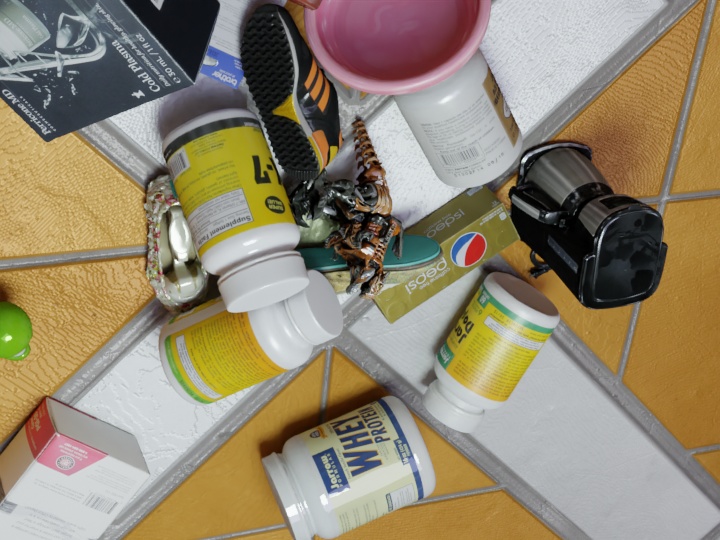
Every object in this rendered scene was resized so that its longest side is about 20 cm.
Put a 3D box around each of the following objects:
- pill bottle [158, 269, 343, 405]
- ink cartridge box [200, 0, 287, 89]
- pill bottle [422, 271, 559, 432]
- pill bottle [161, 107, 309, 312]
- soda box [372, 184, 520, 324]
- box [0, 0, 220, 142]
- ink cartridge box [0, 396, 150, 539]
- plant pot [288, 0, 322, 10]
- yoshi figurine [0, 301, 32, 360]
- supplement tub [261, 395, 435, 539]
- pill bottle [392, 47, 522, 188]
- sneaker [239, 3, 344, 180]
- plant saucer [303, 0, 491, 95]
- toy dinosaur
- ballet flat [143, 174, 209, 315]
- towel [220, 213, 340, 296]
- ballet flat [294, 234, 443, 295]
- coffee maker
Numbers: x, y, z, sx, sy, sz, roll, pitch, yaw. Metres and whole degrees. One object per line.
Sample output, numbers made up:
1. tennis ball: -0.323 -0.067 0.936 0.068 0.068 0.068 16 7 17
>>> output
1. pill bottle: -0.124 0.073 1.509 0.200 0.111 0.111 -24 132 23
2. ink cartridge box: -0.135 -0.303 1.375 0.119 0.042 0.200 20 107 -33
3. pill bottle: 0.167 0.112 1.734 0.113 0.113 0.200 19 112 -33
4. pill bottle: -0.132 -0.064 1.416 0.114 0.200 0.114 -20 169 -4
5. soda box: 0.095 -0.022 1.645 0.200 0.064 0.068 -33 129 -1
6. box: -0.276 -0.252 1.240 0.196 0.124 0.200 -15 135 30
7. ink cartridge box: -0.380 0.275 1.606 0.146 0.083 0.200 32 103 -36
8. plant pot: -0.070 -0.365 1.240 0.200 0.201 0.196 19 100 -33
9. yoshi figurine: -0.443 0.055 1.424 0.200 0.112 0.113 13 108 -34
10. supplement tub: -0.016 0.266 1.728 0.200 0.145 0.145 -22 127 -11
11. pill bottle: 0.100 -0.201 1.501 0.114 0.114 0.200 -34 128 -1
12. sneaker: -0.068 -0.203 1.422 0.090 0.070 0.201 -46 131 -45
13. plant saucer: 0.041 -0.272 1.395 0.200 0.201 0.051 -33 158 -2
14. toy dinosaur: -0.011 -0.070 1.517 0.135 0.200 0.102 8 145 -24
15. ballet flat: -0.212 -0.016 1.509 0.075 0.064 0.200 -16 126 -13
16. towel: -0.094 0.001 1.592 0.148 0.037 0.200 4 119 -26
17. ballet flat: 0.000 0.000 1.570 0.199 0.071 0.071 -7 123 -15
18. coffee maker: 0.287 -0.038 1.637 0.134 0.200 0.192 -27 128 -6
